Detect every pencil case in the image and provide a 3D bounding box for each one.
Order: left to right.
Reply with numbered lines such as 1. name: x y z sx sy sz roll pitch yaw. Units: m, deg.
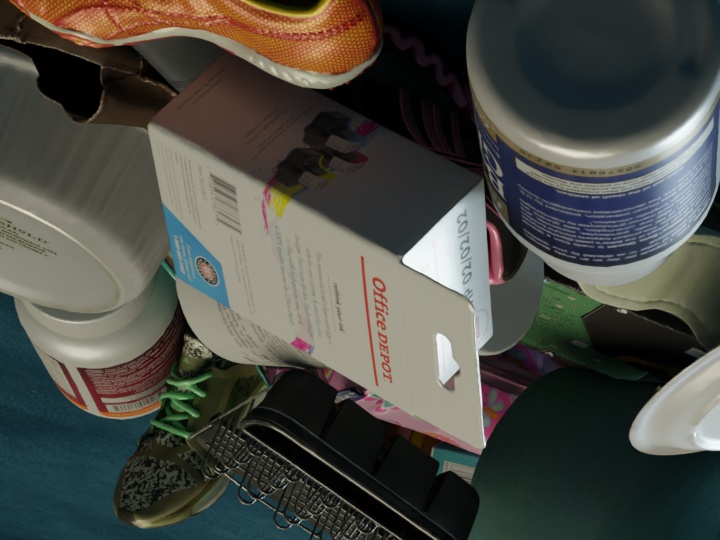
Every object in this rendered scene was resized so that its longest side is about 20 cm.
1. pencil case: 0.065 0.065 1.619 0.200 0.088 0.087 22 164 -38

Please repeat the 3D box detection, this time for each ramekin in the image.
1. ramekin: -0.194 -0.052 1.533 0.202 0.094 0.202 19 160 7

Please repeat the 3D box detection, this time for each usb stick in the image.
1. usb stick: -0.061 -0.094 1.374 0.055 0.033 0.200 -25 148 13

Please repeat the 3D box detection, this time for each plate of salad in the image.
1. plate of salad: 0.228 0.040 1.363 0.200 0.048 0.200 -20 159 -8

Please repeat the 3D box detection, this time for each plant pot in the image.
1. plant pot: 0.171 0.152 1.536 0.188 0.200 0.200 25 169 34

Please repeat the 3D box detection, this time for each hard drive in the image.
1. hard drive: 0.175 0.038 1.542 0.200 0.038 0.140 21 163 -9

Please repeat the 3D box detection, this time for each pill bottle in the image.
1. pill bottle: -0.170 0.022 1.732 0.109 0.110 0.200 16 163 8
2. pill bottle: 0.000 0.000 1.480 0.200 0.114 0.114 1 156 44
3. pill bottle: 0.108 -0.064 1.177 0.111 0.111 0.200 15 162 12

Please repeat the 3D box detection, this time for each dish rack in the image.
1. dish rack: -0.025 0.129 1.568 0.153 0.055 0.200 37 154 -11

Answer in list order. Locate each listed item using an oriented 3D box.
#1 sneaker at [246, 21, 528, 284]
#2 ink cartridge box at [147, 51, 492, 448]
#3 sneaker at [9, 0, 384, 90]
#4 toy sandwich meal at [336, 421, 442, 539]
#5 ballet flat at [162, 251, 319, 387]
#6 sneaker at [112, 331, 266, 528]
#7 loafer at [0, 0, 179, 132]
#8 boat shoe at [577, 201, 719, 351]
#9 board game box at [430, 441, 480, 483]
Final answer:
1. sneaker: 0.019 -0.058 1.321 0.200 0.095 0.079 30 161 -28
2. ink cartridge box: -0.002 -0.011 1.262 0.200 0.068 0.115 30 147 28
3. sneaker: -0.082 -0.144 1.238 0.200 0.073 0.077 9 139 16
4. toy sandwich meal: 0.027 0.144 1.754 0.070 0.205 0.205 7 162 3
5. ballet flat: -0.058 0.022 1.656 0.071 0.069 0.200 -29 109 19
6. sneaker: -0.111 0.080 1.738 0.077 0.200 0.089 14 147 35
7. loafer: -0.139 -0.106 1.374 0.073 0.071 0.200 4 158 39
8. boat shoe: 0.173 -0.006 1.373 0.202 0.072 0.060 19 -152 -43
9. board game box: 0.082 0.181 1.762 0.047 0.151 0.200 13 -172 16
